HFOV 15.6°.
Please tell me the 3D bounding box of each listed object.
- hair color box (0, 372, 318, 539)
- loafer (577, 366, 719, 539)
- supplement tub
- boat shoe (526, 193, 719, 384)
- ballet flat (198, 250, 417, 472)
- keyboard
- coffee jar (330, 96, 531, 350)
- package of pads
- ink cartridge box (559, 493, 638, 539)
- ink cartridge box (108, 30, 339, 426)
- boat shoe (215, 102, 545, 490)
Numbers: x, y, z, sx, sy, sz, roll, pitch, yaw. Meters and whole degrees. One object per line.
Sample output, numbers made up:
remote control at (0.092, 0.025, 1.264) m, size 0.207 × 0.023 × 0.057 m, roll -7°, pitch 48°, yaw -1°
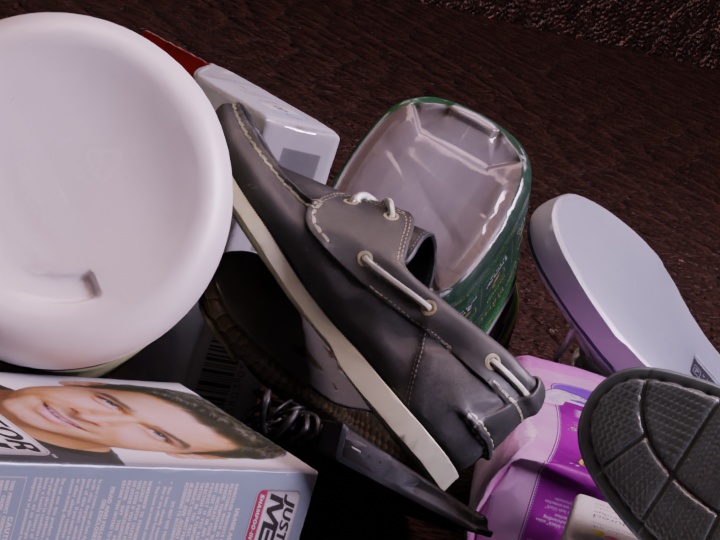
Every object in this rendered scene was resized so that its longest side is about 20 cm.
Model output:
hair color box at (-0.125, 0.082, 1.000) m, size 0.199 × 0.061 × 0.099 m, roll 7°, pitch 15°, yaw -43°
loafer at (0.171, 0.107, 0.993) m, size 0.199 × 0.072 × 0.063 m, roll 31°, pitch -5°, yaw 19°
supplement tub at (-0.140, -0.020, 1.128) m, size 0.144 × 0.146 × 0.200 m, roll 14°, pitch -11°, yaw -11°
boat shoe at (0.133, 0.054, 1.312) m, size 0.202 × 0.086 × 0.075 m, roll 47°, pitch 39°, yaw -18°
ballet flat at (-0.017, 0.052, 1.195) m, size 0.200 × 0.046 × 0.068 m, roll 35°, pitch 36°, yaw -48°
keyboard at (-0.011, 0.091, 1.114) m, size 0.104 × 0.040 × 0.200 m, roll 33°, pitch -8°, yaw -6°
coffee jar at (0.030, 0.004, 1.280) m, size 0.085 × 0.105 × 0.200 m, roll 29°, pitch -20°, yaw 13°
package of pads at (0.109, 0.105, 1.182) m, size 0.120 × 0.076 × 0.200 m, roll 18°, pitch 12°, yaw 1°
ink cartridge box at (0.118, 0.156, 0.979) m, size 0.115 × 0.068 × 0.200 m, roll 19°, pitch 12°, yaw 4°
ink cartridge box at (-0.097, -0.022, 1.269) m, size 0.047 × 0.161 × 0.200 m, roll 10°, pitch 13°, yaw -35°
boat shoe at (0.000, 0.000, 1.114) m, size 0.200 × 0.068 × 0.072 m, roll 51°, pitch 0°, yaw 23°
